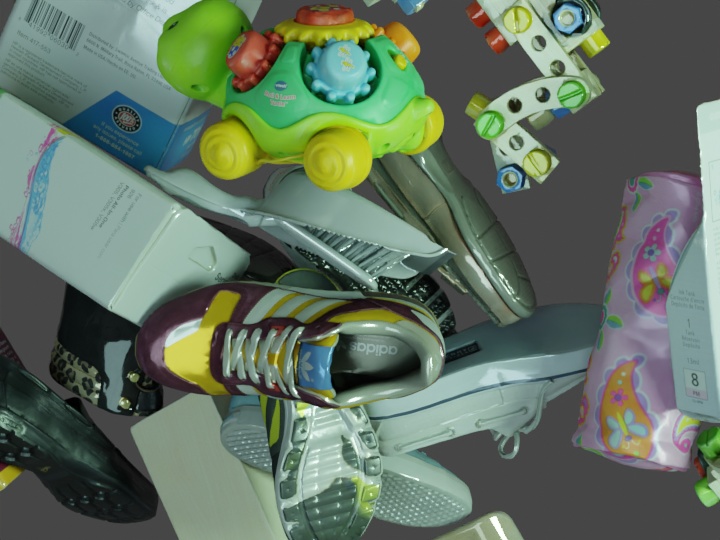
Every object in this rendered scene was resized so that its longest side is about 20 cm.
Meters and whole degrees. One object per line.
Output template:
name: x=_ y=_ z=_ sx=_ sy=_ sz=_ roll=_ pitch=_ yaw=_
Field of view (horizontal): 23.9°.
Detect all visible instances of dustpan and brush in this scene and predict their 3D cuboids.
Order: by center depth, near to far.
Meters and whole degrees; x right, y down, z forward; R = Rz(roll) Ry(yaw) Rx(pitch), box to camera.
dustpan and brush: x=-0.044 y=-0.033 z=1.108 sx=0.199 sy=0.140 sz=0.057 roll=32 pitch=82 yaw=-1

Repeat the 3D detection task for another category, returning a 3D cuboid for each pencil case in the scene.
pencil case: x=0.199 y=0.031 z=1.132 sx=0.087 sy=0.087 sz=0.201 roll=11 pitch=88 yaw=12

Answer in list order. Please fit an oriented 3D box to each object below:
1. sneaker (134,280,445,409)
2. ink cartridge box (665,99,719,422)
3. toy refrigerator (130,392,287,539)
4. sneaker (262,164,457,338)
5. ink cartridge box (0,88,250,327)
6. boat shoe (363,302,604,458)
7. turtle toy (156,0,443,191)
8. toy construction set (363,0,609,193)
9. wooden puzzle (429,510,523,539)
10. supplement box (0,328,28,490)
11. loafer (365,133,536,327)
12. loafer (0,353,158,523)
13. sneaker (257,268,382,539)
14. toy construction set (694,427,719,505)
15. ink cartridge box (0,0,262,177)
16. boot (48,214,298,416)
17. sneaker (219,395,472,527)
sneaker: x=-0.046 y=0.048 z=1.068 sx=0.198 sy=0.090 sz=0.076 roll=-4 pitch=101 yaw=1
ink cartridge box: x=0.263 y=-0.021 z=1.090 sx=0.057 sy=0.162 sz=0.201 roll=4 pitch=108 yaw=54
toy refrigerator: x=-0.088 y=0.189 z=1.270 sx=0.076 sy=0.070 sz=0.201 roll=-30 pitch=81 yaw=20
sneaker: x=0.000 y=0.000 z=1.222 sx=0.074 sy=0.080 sz=0.200 roll=-37 pitch=109 yaw=-7
ink cartridge box: x=-0.190 y=-0.040 z=1.153 sx=0.199 sy=0.145 sz=0.088 roll=30 pitch=87 yaw=21
boat shoe: x=0.098 y=0.090 z=1.199 sx=0.201 sy=0.075 sz=0.087 roll=-18 pitch=120 yaw=-5
turtle toy: x=-0.043 y=-0.120 z=1.091 sx=0.199 sy=0.146 sz=0.102 roll=9 pitch=110 yaw=25
toy construction set: x=0.088 y=-0.158 z=1.140 sx=0.131 sy=0.092 sz=0.200 roll=-38 pitch=103 yaw=22
wooden puzzle: x=0.067 y=0.295 z=1.293 sx=0.199 sy=0.046 sz=0.186 roll=-28 pitch=96 yaw=16
supplement box: x=-0.330 y=0.080 z=1.306 sx=0.085 sy=0.110 sz=0.201 roll=-29 pitch=95 yaw=21
loafer: x=0.049 y=-0.042 z=1.190 sx=0.063 sy=0.072 sz=0.201 roll=-34 pitch=86 yaw=23
loafer: x=-0.220 y=0.129 z=1.281 sx=0.068 sy=0.071 sz=0.201 roll=-15 pitch=140 yaw=30
sneaker: x=-0.033 y=0.097 z=1.169 sx=0.074 sy=0.085 sz=0.202 roll=-5 pitch=94 yaw=-16
toy construction set: x=0.280 y=0.171 z=1.135 sx=0.092 sy=0.131 sz=0.201 roll=-20 pitch=113 yaw=18
ink cartridge box: x=-0.153 y=-0.191 z=1.195 sx=0.146 sy=0.086 sz=0.201 roll=31 pitch=109 yaw=5
boot: x=-0.143 y=0.036 z=1.262 sx=0.199 sy=0.073 sz=0.152 roll=20 pitch=108 yaw=14
sneaker: x=-0.002 y=0.121 z=1.250 sx=0.199 sy=0.082 sz=0.074 roll=25 pitch=142 yaw=-17
